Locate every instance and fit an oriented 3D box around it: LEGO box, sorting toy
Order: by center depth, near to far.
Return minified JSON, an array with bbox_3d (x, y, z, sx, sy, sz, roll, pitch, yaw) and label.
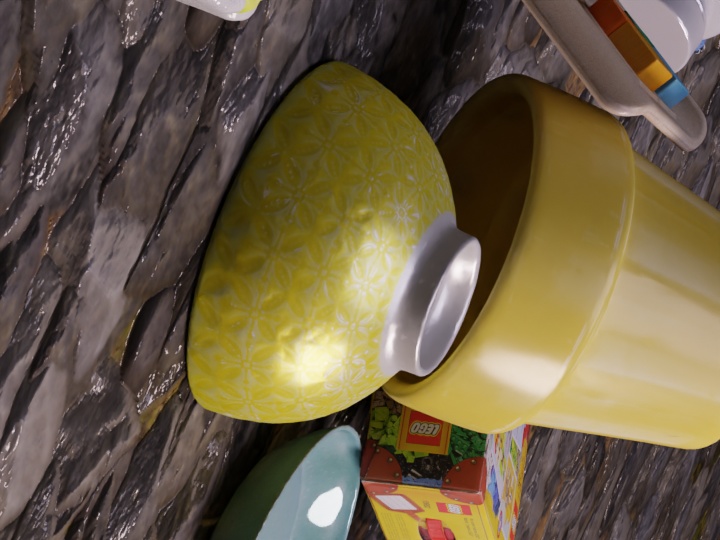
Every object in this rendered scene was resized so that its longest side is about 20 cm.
[{"bbox_3d":[0.127,-0.155,1.697,0.036,0.185,0.200,-38,167,13],"label":"sorting toy"},{"bbox_3d":[0.059,0.099,1.910,0.200,0.077,0.150,70,27,-67],"label":"LEGO box"}]

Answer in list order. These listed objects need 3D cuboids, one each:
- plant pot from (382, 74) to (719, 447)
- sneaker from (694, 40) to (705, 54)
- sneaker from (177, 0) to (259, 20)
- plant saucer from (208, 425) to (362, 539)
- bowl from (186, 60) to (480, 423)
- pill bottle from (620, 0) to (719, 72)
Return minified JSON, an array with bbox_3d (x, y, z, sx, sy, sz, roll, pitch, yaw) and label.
[{"bbox_3d":[0.134,0.011,1.739,0.201,0.188,0.201,-55,-157,37],"label":"plant pot"},{"bbox_3d":[0.235,-0.210,2.182,0.200,0.078,0.089,-42,161,-45],"label":"sneaker"},{"bbox_3d":[-0.073,-0.168,1.202,0.105,0.076,0.200,-68,163,-2],"label":"sneaker"},{"bbox_3d":[-0.059,0.178,1.771,0.200,0.036,0.200,-58,162,-32],"label":"plant saucer"},{"bbox_3d":[0.000,0.000,1.600,0.200,0.107,0.200,-57,160,-34],"label":"bowl"},{"bbox_3d":[0.224,-0.226,2.030,0.200,0.112,0.112,-57,161,-32],"label":"pill bottle"}]
